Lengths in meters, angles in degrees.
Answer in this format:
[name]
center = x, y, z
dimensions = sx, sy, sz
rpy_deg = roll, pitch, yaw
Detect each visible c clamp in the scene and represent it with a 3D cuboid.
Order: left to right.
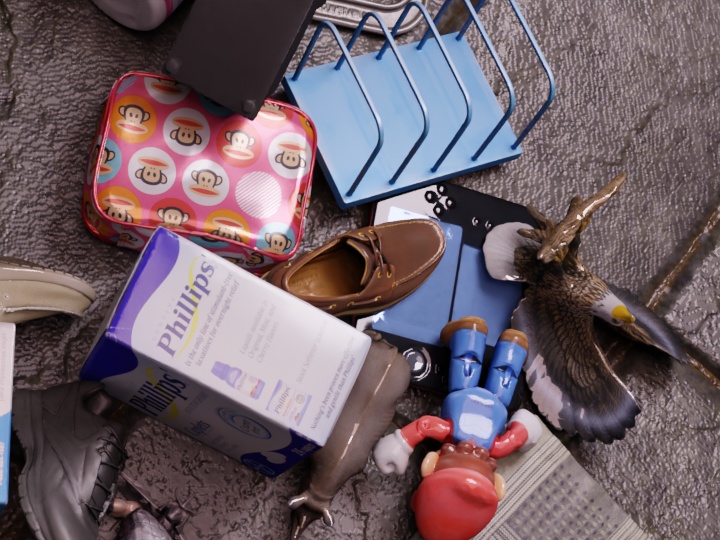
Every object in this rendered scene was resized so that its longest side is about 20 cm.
[c clamp]
center = -0.020, -0.314, 1.700
dimensions = 0.198, 0.027, 0.172
rpy_deg = 16, 70, -12

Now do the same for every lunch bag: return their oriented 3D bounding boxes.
[lunch bag]
center = -0.140, -0.098, 1.570
dimensions = 0.198, 0.082, 0.178
rpy_deg = 14, 70, -13

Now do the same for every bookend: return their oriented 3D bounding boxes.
[bookend]
center = -0.077, -0.252, 1.571
dimensions = 0.092, 0.200, 0.200
rpy_deg = 27, 103, -2

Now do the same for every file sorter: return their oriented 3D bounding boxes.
[file sorter]
center = 0.057, -0.166, 1.611
dimensions = 0.199, 0.123, 0.140
rpy_deg = -17, 72, -27

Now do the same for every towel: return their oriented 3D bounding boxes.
[towel]
center = 0.154, 0.260, 1.592
dimensions = 0.200, 0.035, 0.193
rpy_deg = -42, 87, -21

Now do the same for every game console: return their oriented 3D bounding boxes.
[game console]
center = 0.081, 0.017, 1.635
dimensions = 0.175, 0.031, 0.202
rpy_deg = 15, 71, -13

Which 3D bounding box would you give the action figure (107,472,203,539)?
[action figure]
center = -0.205, 0.249, 1.458
dimensions = 0.130, 0.070, 0.200
rpy_deg = 44, 62, 12

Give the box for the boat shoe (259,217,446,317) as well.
[boat shoe]
center = -0.001, 0.000, 1.556
dimensions = 0.199, 0.068, 0.073
rpy_deg = -21, 80, -30

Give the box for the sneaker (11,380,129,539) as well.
[sneaker]
center = -0.228, 0.163, 1.423
dimensions = 0.090, 0.076, 0.201
rpy_deg = -17, 50, -1

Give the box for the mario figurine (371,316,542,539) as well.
[mario figurine]
center = 0.086, 0.149, 1.566
dimensions = 0.122, 0.106, 0.202
rpy_deg = 3, 62, 25

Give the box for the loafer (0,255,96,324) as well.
[loafer]
center = -0.310, 0.023, 1.468
dimensions = 0.199, 0.075, 0.069
rpy_deg = 10, 93, -42

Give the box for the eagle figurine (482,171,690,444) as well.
[eagle figurine]
center = 0.209, 0.038, 1.624
dimensions = 0.150, 0.151, 0.201
rpy_deg = -19, 122, 8

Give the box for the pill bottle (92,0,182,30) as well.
[pill bottle]
center = -0.166, -0.324, 1.610
dimensions = 0.113, 0.113, 0.200
rpy_deg = 40, 67, -3

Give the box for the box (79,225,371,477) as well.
[box]
center = -0.118, 0.074, 1.473
dimensions = 0.199, 0.184, 0.106
rpy_deg = 28, 70, -7

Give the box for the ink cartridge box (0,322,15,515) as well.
[ink cartridge box]
center = -0.380, 0.120, 1.396
dimensions = 0.198, 0.145, 0.149
rpy_deg = 4, 74, -16

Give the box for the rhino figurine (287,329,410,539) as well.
[rhino figurine]
center = -0.017, 0.147, 1.526
dimensions = 0.059, 0.087, 0.201
rpy_deg = 28, 83, -10
